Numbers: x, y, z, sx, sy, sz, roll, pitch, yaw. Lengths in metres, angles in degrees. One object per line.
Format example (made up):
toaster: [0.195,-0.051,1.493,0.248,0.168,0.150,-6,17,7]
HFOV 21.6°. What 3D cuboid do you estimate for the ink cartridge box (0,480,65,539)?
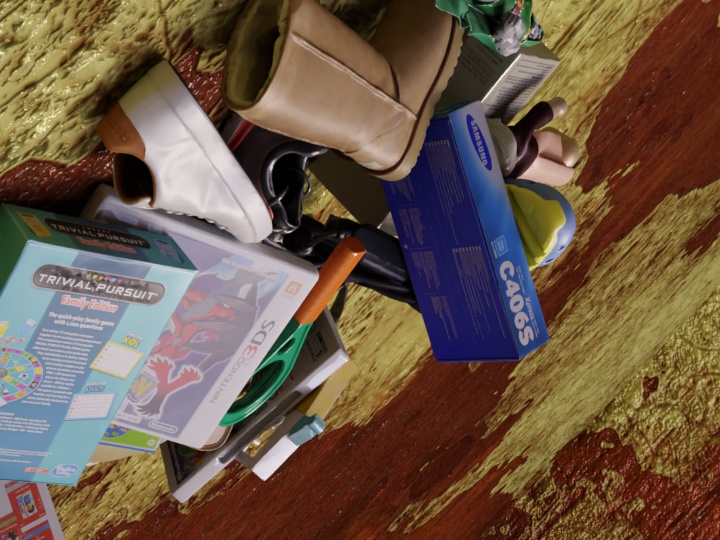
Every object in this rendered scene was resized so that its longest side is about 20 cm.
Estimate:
ink cartridge box: [-0.320,0.222,1.391,0.083,0.177,0.199,-9,-169,45]

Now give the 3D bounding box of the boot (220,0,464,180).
boot: [-0.007,-0.167,1.365,0.200,0.066,0.177,25,74,-54]

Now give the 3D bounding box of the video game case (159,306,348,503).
video game case: [-0.103,0.105,1.704,0.200,0.143,0.018,-41,118,8]

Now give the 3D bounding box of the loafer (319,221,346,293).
loafer: [-0.091,0.034,1.654,0.200,0.071,0.073,-38,162,-18]

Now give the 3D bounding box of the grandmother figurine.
grandmother figurine: [0.130,-0.096,1.578,0.122,0.060,0.200,-58,162,14]

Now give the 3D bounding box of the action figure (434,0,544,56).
action figure: [0.101,-0.214,1.415,0.200,0.054,0.119,40,58,-65]

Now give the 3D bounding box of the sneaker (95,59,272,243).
sneaker: [-0.129,-0.068,1.333,0.084,0.073,0.200,-37,145,-2]

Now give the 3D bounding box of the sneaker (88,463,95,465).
sneaker: [-0.208,0.098,1.539,0.200,0.075,0.088,-53,160,26]

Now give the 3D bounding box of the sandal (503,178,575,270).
sandal: [0.134,-0.037,1.549,0.086,0.080,0.200,-19,180,-17]

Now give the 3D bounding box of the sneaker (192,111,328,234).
sneaker: [-0.089,-0.048,1.451,0.077,0.082,0.201,-24,154,-47]

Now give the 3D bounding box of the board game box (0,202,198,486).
board game box: [-0.226,0.057,1.333,0.150,0.047,0.201,11,117,-45]

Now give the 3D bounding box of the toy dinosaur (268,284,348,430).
toy dinosaur: [-0.057,0.080,1.785,0.088,0.047,0.201,-22,-142,48]

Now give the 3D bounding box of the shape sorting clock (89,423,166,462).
shape sorting clock: [-0.190,0.070,1.471,0.198,0.039,0.201,-13,129,-16]

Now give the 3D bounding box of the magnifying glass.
magnifying glass: [-0.059,0.051,1.513,0.200,0.022,0.079,-51,161,27]

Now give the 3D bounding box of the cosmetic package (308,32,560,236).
cosmetic package: [0.062,-0.131,1.584,0.200,0.087,0.103,-50,163,17]

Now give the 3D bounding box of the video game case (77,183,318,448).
video game case: [-0.156,0.041,1.422,0.199,0.023,0.183,21,114,-35]

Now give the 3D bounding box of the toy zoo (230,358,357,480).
toy zoo: [-0.079,0.115,1.702,0.131,0.020,0.200,-50,-152,-10]

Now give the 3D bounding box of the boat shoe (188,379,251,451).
boat shoe: [-0.122,0.074,1.582,0.073,0.066,0.201,-9,123,-25]

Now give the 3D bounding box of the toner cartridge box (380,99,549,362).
toner cartridge box: [0.077,-0.029,1.487,0.095,0.202,0.043,-4,-162,46]

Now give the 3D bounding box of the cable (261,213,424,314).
cable: [0.000,0.000,1.588,0.199,0.163,0.051,24,79,-34]
